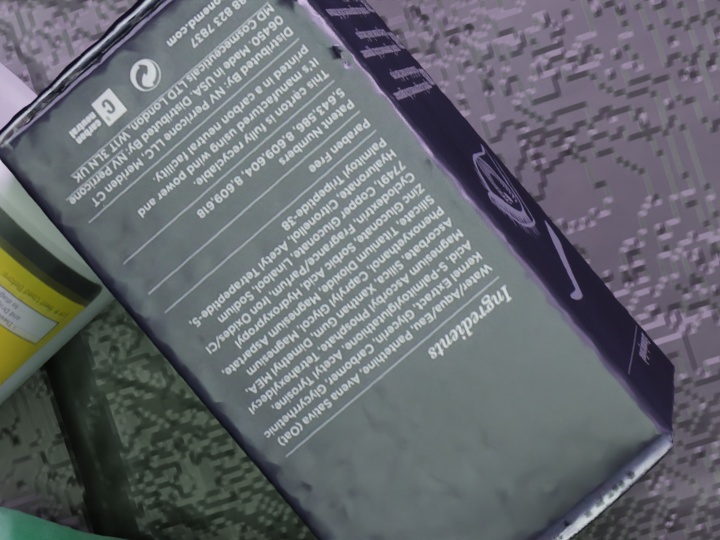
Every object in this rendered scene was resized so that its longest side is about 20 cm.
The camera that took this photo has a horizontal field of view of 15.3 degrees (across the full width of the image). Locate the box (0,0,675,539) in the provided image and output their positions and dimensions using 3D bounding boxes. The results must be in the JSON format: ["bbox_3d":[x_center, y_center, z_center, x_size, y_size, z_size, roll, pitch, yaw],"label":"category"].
[{"bbox_3d":[0.000,0.000,0.842,0.104,0.148,0.200,-40,89,9],"label":"box"}]

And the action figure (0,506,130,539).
[{"bbox_3d":[-0.031,0.145,0.899,0.199,0.055,0.119,5,71,-5],"label":"action figure"}]

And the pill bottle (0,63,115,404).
[{"bbox_3d":[-0.176,0.023,0.884,0.200,0.112,0.112,-42,89,8],"label":"pill bottle"}]
